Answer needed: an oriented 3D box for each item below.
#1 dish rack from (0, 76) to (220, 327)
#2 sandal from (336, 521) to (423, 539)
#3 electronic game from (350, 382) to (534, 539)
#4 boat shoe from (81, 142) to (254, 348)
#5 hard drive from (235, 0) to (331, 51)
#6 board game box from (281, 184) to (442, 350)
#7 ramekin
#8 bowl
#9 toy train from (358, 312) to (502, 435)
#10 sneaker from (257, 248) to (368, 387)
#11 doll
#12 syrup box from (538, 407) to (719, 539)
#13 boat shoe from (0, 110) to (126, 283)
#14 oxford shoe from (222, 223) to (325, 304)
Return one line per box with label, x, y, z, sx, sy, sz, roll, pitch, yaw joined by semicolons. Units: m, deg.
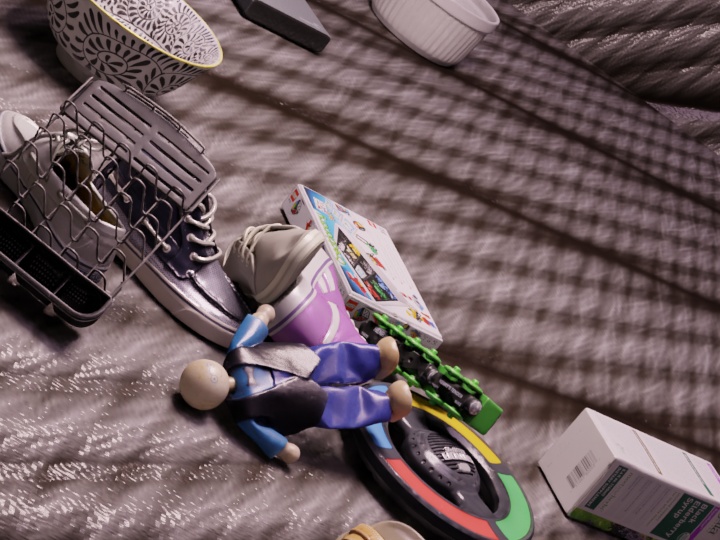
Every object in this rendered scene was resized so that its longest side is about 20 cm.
dish rack;-0.210;-0.063;1.404;0.153;0.055;0.200;39;62;3
sandal;0.014;0.217;1.316;0.080;0.054;0.200;42;20;9
electronic game;0.071;0.171;1.563;0.200;0.042;0.200;34;20;-14
boat shoe;-0.147;-0.027;1.528;0.200;0.093;0.075;41;19;4
hard drive;-0.132;-0.381;2.430;0.139;0.033;0.200;22;26;-40
board game box;0.000;0.000;1.822;0.126;0.035;0.200;27;23;-33
ramekin;0.111;-0.411;2.824;0.200;0.105;0.200;33;20;-14
bowl;-0.247;-0.236;1.812;0.200;0.094;0.201;35;20;-14
toy train;0.061;0.094;1.644;0.056;0.042;0.200;40;-3;-36
sneaker;-0.033;0.053;1.603;0.114;0.073;0.201;46;14;-8
doll;-0.058;0.088;1.449;0.199;0.048;0.137;-1;65;-34
syrup box;0.280;0.217;1.779;0.200;0.079;0.082;26;23;-34
boat shoe;-0.246;-0.085;1.490;0.074;0.086;0.202;19;28;-44
oxford shoe;-0.081;-0.012;1.559;0.058;0.075;0.200;46;-13;-8
